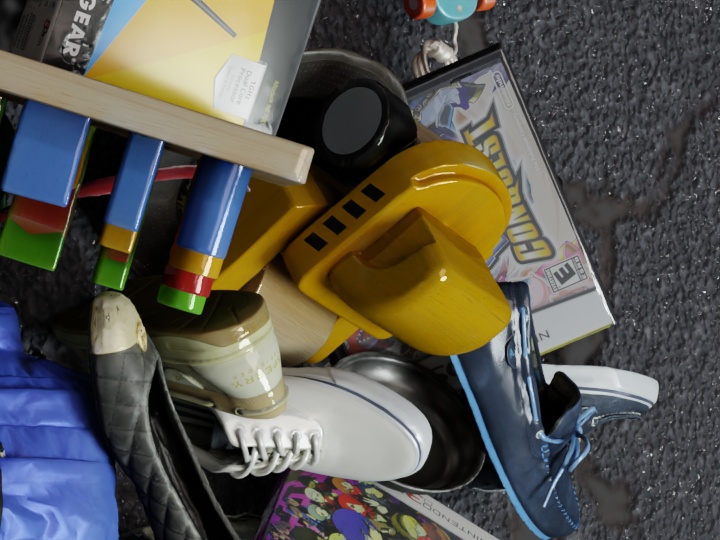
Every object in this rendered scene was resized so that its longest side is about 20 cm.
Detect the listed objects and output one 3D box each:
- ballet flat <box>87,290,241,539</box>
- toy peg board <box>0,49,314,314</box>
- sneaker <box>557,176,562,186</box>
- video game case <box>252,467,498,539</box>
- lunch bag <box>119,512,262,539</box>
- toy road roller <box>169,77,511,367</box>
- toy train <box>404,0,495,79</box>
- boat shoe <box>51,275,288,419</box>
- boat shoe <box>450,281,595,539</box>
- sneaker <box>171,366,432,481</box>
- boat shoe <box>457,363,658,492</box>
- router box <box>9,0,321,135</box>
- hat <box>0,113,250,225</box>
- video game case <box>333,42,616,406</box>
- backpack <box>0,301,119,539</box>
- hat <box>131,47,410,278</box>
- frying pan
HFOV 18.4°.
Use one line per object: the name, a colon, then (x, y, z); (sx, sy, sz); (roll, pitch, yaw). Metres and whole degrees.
ballet flat: (-0.098, 0.100, 1.199); (0.067, 0.056, 0.201); (-63, 136, -64)
toy peg board: (-0.136, -0.042, 1.110); (0.199, 0.199, 0.099); (17, 91, -6)
sneaker: (0.073, -0.060, 1.482); (0.201, 0.115, 0.075); (59, 26, -26)
video game case: (0.018, 0.194, 1.337); (0.181, 0.036, 0.200); (32, 26, -4)
lunch bag: (-0.063, 0.244, 1.345); (0.163, 0.117, 0.202); (3, 77, -43)
toy road roller: (0.000, 0.000, 1.310); (0.123, 0.200, 0.146); (33, 23, -48)
toy train: (0.001, -0.214, 1.488); (0.200, 0.055, 0.151); (45, 60, -25)
boat shoe: (-0.110, 0.046, 1.268); (0.073, 0.200, 0.064); (-32, 110, -33)
boat shoe: (0.113, 0.095, 1.430); (0.084, 0.068, 0.201); (-95, 163, -51)
sneaker: (-0.058, 0.097, 1.328); (0.071, 0.198, 0.073); (-69, 169, -54)
boat shoe: (0.124, 0.111, 1.553); (0.199, 0.071, 0.092); (6, 83, -33)
router box: (-0.085, -0.185, 1.193); (0.148, 0.051, 0.201); (16, 95, -33)
hat: (-0.212, -0.060, 1.202); (0.200, 0.175, 0.166); (-39, 112, -36)
video game case: (0.047, -0.020, 1.446); (0.026, 0.180, 0.201); (-89, 155, -73)
backpack: (-0.226, 0.097, 1.187); (0.199, 0.162, 0.169); (11, 75, -39)
hat: (-0.069, -0.077, 1.370); (0.200, 0.201, 0.081); (18, 31, -38)
frying pan: (-0.009, 0.086, 1.406); (0.189, 0.031, 0.115); (21, 38, -12)
